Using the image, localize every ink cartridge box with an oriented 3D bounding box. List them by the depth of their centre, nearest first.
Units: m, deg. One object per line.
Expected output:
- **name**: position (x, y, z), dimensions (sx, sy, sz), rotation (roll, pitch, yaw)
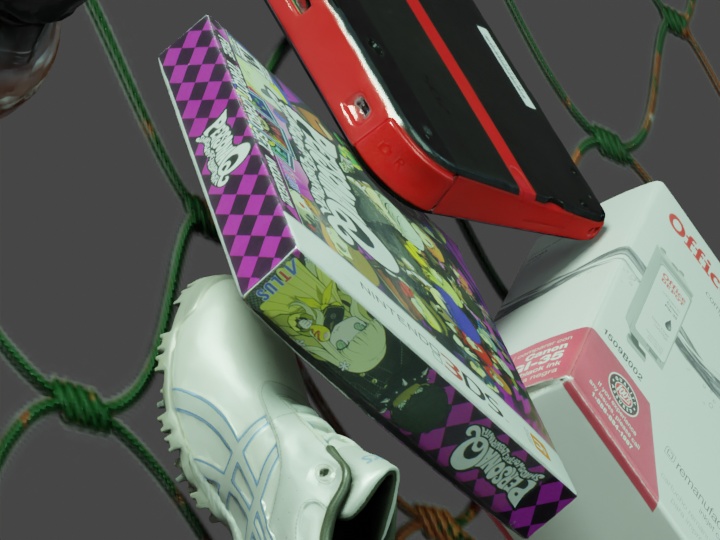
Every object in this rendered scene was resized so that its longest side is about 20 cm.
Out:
- **ink cartridge box**: position (0.130, 0.068, 1.313), dimensions (0.147, 0.083, 0.200), rotation (53, 32, -14)

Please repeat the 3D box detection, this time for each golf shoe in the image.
- **golf shoe**: position (-0.020, 0.082, 1.068), dimensions (0.078, 0.097, 0.200), rotation (21, 49, -46)

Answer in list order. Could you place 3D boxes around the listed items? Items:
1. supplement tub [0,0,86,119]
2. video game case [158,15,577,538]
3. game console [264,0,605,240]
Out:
- **supplement tub**: position (-0.169, -0.076, 0.863), dimensions (0.107, 0.200, 0.107), rotation (37, 39, -37)
- **video game case**: position (0.000, 0.000, 1.148), dimensions (0.181, 0.036, 0.200), rotation (42, 14, -31)
- **game console**: position (0.023, -0.102, 1.299), dimensions (0.177, 0.031, 0.200), rotation (14, 41, -56)
